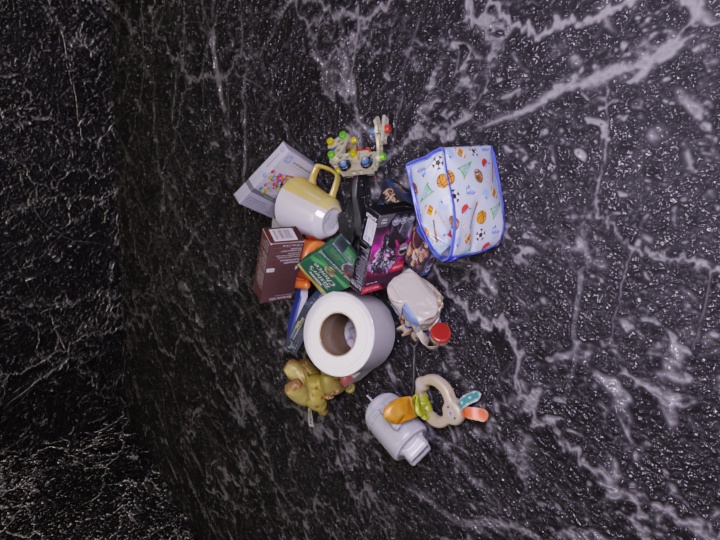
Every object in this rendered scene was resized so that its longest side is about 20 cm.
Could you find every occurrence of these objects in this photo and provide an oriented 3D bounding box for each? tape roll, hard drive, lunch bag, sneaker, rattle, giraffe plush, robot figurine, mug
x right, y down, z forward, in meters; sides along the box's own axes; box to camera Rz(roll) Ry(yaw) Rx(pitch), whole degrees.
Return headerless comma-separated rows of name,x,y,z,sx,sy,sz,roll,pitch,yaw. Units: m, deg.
tape roll,-0.027,0.158,1.331,0.198,0.138,0.208,-2,86,26
hard drive,-0.192,0.121,1.606,0.133,0.025,0.203,-95,20,-55
lunch bag,0.191,-0.128,1.030,0.123,0.168,0.205,-14,90,52
sneaker,-0.023,-0.150,1.361,0.103,0.059,0.205,7,109,43
rattle,0.170,0.315,1.205,0.198,0.141,0.133,15,93,53
giraffe plush,-0.112,0.325,1.539,0.161,0.171,0.203,-37,61,26
robot figurine,-0.155,-0.029,1.504,0.198,0.115,0.147,8,113,48
robot figurine,0.089,0.393,1.335,0.200,0.112,0.171,43,163,33
mug,-0.129,-0.175,1.421,0.152,0.148,0.190,27,126,33

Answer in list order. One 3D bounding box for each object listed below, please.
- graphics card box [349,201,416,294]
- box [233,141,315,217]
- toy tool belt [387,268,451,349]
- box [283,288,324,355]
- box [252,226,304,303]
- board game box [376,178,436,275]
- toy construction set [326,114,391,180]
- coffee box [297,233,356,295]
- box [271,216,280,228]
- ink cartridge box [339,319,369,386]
graphics card box,0.052,-0.051,1.195,0.051,0.124,0.204,37,126,39
box,-0.228,-0.243,1.446,0.200,0.155,0.041,-43,66,13
toy tool belt,0.140,0.104,1.216,0.201,0.123,0.124,55,167,28
box,-0.132,0.124,1.485,0.051,0.158,0.202,34,131,5
box,-0.222,-0.014,1.412,0.075,0.098,0.203,56,141,39
board game box,0.110,-0.103,1.236,0.200,0.034,0.137,44,131,33
toy construction set,-0.001,-0.292,1.276,0.197,0.092,0.134,-10,55,43
coffee box,-0.069,-0.007,1.326,0.123,0.044,0.199,50,146,-13
box,-0.224,-0.167,1.600,0.082,0.049,0.204,34,124,38
ink cartridge box,-0.043,0.203,1.473,0.117,0.067,0.203,-48,64,44
